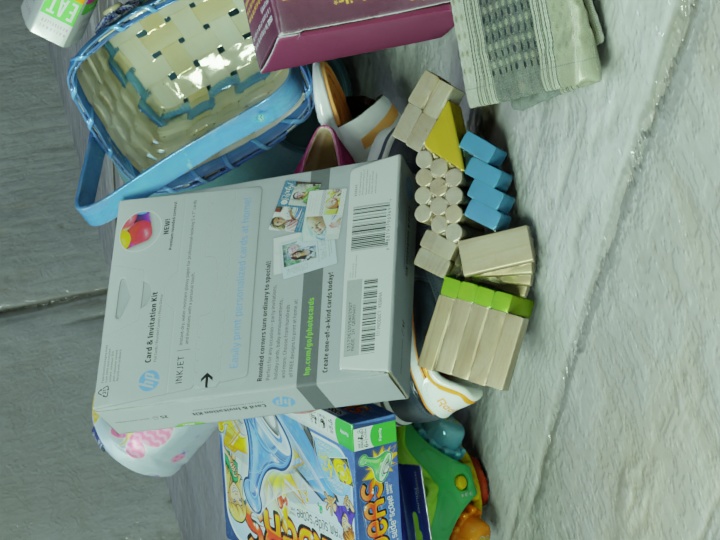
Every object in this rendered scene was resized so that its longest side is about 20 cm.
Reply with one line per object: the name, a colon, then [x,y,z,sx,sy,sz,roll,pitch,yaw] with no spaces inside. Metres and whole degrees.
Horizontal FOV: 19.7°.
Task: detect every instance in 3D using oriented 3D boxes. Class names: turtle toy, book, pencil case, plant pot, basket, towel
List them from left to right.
book: [-0.165,-0.250,1.381,0.201,0.048,0.134,-64,12,7]
basket: [-0.121,-0.123,1.438,0.139,0.175,0.201,54,-166,-32]
pencil case: [-0.117,0.064,1.546,0.200,0.083,0.091,-46,56,24]
plant pot: [-0.082,-0.129,1.614,0.134,0.199,0.202,-6,96,53]
turtle toy: [0.036,0.165,1.499,0.200,0.100,0.147,137,120,-75]
towel: [0.085,-0.190,1.137,0.192,0.034,0.202,-177,78,-74]

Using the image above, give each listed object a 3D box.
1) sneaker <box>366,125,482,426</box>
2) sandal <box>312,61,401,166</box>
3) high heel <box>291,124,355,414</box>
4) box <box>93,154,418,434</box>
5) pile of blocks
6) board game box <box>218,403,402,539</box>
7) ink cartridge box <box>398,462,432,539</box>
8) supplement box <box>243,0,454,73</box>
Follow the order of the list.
sneaker: [0.050,0.000,1.359,0.078,0.079,0.202,16,-110,-54]
sandal: [0.025,-0.065,1.455,0.079,0.059,0.208,-90,-24,-65]
high heel: [-0.029,-0.002,1.337,0.201,0.067,0.097,-73,-20,-48]
box: [-0.064,0.016,1.300,0.041,0.198,0.157,56,-149,-54]
pile of blocks: [0.074,-0.023,1.282,0.062,0.081,0.202,12,-110,-68]
board game box: [-0.036,0.138,1.366,0.200,0.034,0.137,19,116,59]
ink cartridge box: [-0.015,0.179,1.419,0.199,0.039,0.101,-7,92,61]
supplement box: [-0.019,-0.241,1.304,0.103,0.130,0.202,145,113,-77]
